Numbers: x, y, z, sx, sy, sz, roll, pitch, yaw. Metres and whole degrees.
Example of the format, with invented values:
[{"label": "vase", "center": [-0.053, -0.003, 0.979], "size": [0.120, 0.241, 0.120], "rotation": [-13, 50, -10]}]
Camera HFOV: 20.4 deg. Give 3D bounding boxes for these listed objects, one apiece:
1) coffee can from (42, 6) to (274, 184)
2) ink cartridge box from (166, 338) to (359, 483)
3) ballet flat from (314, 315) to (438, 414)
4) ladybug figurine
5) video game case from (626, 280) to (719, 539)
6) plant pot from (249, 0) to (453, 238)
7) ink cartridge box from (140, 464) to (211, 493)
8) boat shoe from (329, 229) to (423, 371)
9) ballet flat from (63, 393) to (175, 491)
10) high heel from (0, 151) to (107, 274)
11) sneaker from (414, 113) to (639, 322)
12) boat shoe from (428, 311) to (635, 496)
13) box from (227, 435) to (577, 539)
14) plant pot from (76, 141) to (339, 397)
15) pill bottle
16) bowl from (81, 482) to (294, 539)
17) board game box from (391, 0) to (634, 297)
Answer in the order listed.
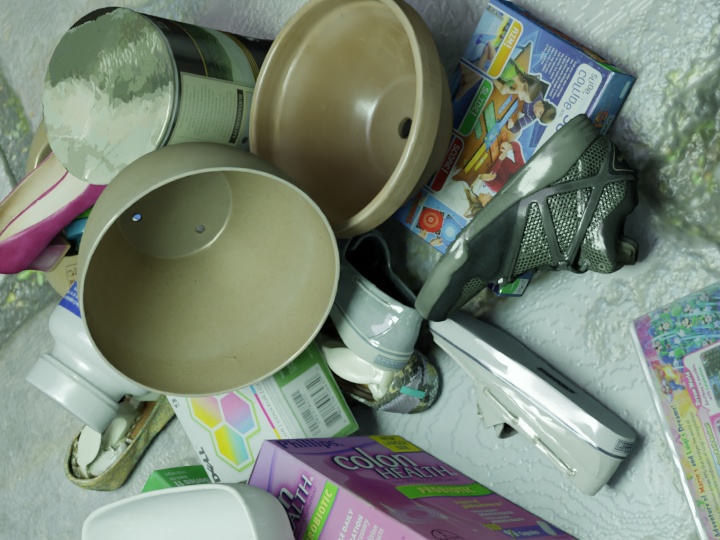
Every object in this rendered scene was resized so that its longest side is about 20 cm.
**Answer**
[{"label": "coffee can", "center": [-0.147, -0.136, 1.687], "size": [0.146, 0.200, 0.146], "rotation": [-2, 86, 36]}, {"label": "ink cartridge box", "center": [-0.101, 0.119, 1.678], "size": [0.200, 0.059, 0.104], "rotation": [-21, 98, 48]}, {"label": "ballet flat", "center": [-0.025, 0.061, 1.666], "size": [0.200, 0.072, 0.072], "rotation": [25, 102, 35]}, {"label": "ladybug figurine", "center": [-0.243, -0.061, 1.833], "size": [0.136, 0.072, 0.200], "rotation": [-11, 80, 35]}, {"label": "video game case", "center": [0.302, 0.097, 1.448], "size": [0.182, 0.024, 0.200], "rotation": [-27, 72, 33]}, {"label": "plant pot", "center": [0.009, -0.121, 1.598], "size": [0.201, 0.093, 0.201], "rotation": [-11, 75, 46]}, {"label": "ink cartridge box", "center": [-0.120, 0.284, 1.714], "size": [0.200, 0.083, 0.147], "rotation": [37, 110, 31]}, {"label": "boat shoe", "center": [-0.001, 0.000, 1.630], "size": [0.072, 0.070, 0.201], "rotation": [-60, 39, 21]}, {"label": "ballet flat", "center": [-0.206, 0.120, 1.799], "size": [0.071, 0.071, 0.200], "rotation": [45, 113, 30]}, {"label": "high heel", "center": [-0.272, -0.082, 1.751], "size": [0.067, 0.096, 0.200], "rotation": [48, 114, 29]}, {"label": "sneaker", "center": [0.135, -0.013, 1.517], "size": [0.199, 0.076, 0.114], "rotation": [-45, 86, 11]}, {"label": "boat shoe", "center": [0.122, 0.101, 1.556], "size": [0.200, 0.072, 0.066], "rotation": [36, 104, 24]}, {"label": "box", "center": [0.034, 0.212, 1.545], "size": [0.200, 0.176, 0.097], "rotation": [27, 103, 35]}, {"label": "plant pot", "center": [-0.130, -0.021, 1.551], "size": [0.200, 0.200, 0.134], "rotation": [-59, 30, 19]}, {"label": "pill bottle", "center": [-0.198, 0.037, 1.727], "size": [0.112, 0.112, 0.200], "rotation": [30, 79, 34]}, {"label": "bowl", "center": [-0.111, 0.258, 1.503], "size": [0.200, 0.075, 0.200], "rotation": [-16, 85, 40]}, {"label": "board game box", "center": [0.116, -0.098, 1.590], "size": [0.135, 0.034, 0.200], "rotation": [38, 110, 32]}]
